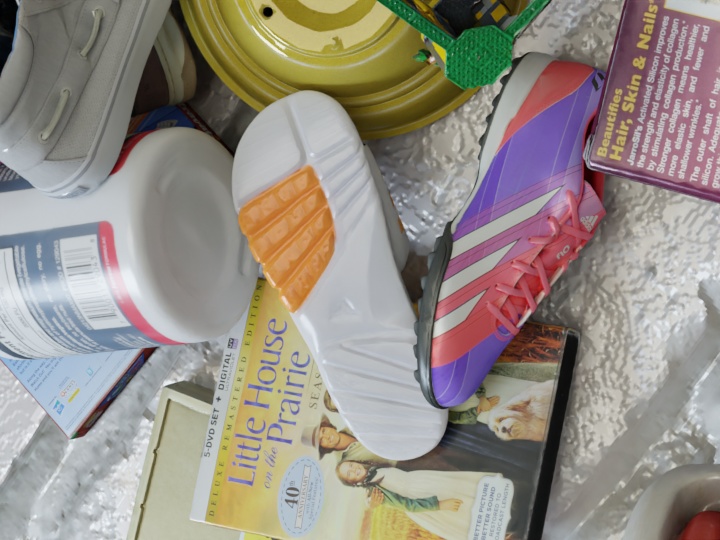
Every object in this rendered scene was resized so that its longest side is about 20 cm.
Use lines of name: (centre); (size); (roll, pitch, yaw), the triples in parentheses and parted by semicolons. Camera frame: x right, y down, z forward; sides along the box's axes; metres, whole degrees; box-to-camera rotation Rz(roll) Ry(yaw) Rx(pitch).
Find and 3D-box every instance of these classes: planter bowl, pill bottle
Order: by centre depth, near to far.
planter bowl: (-0.012, -0.163, 1.282); (0.200, 0.083, 0.201); (2, 102, 9)
pill bottle: (-0.168, -0.011, 1.357); (0.200, 0.120, 0.120); (-6, 91, 33)

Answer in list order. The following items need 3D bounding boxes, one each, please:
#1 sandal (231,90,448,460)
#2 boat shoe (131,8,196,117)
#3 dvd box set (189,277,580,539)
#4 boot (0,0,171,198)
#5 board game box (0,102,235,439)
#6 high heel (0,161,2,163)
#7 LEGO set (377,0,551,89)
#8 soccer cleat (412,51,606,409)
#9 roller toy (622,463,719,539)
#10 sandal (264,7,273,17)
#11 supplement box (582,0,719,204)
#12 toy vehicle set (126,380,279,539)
sandal: (-0.007, 0.003, 1.307); (0.079, 0.059, 0.207); (-19, 95, 15)
boat shoe: (-0.167, -0.173, 1.384); (0.200, 0.065, 0.072); (58, 155, 13)
dvd box set: (0.012, 0.087, 1.327); (0.200, 0.029, 0.146); (10, 83, 23)
boot: (-0.159, -0.145, 1.279); (0.074, 0.096, 0.200); (-8, 61, 35)
board game box: (-0.145, -0.005, 1.426); (0.103, 0.019, 0.200); (47, 112, 15)
high heel: (-0.234, -0.118, 1.382); (0.200, 0.096, 0.067); (36, 131, 54)
LEGO set: (0.054, -0.203, 1.188); (0.200, 0.154, 0.116); (-54, 36, 21)
soccer cleat: (0.087, -0.018, 1.260); (0.073, 0.068, 0.200); (16, 77, 23)
roller toy: (0.210, 0.186, 1.172); (0.140, 0.200, 0.183); (-2, 87, 26)
sandal: (-0.076, -0.175, 1.359); (0.200, 0.055, 0.082); (48, 113, 14)
supplement box: (0.230, -0.090, 1.188); (0.200, 0.103, 0.131); (18, 102, 23)
toy vehicle set: (-0.040, 0.155, 1.383); (0.200, 0.027, 0.124); (20, 102, 24)
